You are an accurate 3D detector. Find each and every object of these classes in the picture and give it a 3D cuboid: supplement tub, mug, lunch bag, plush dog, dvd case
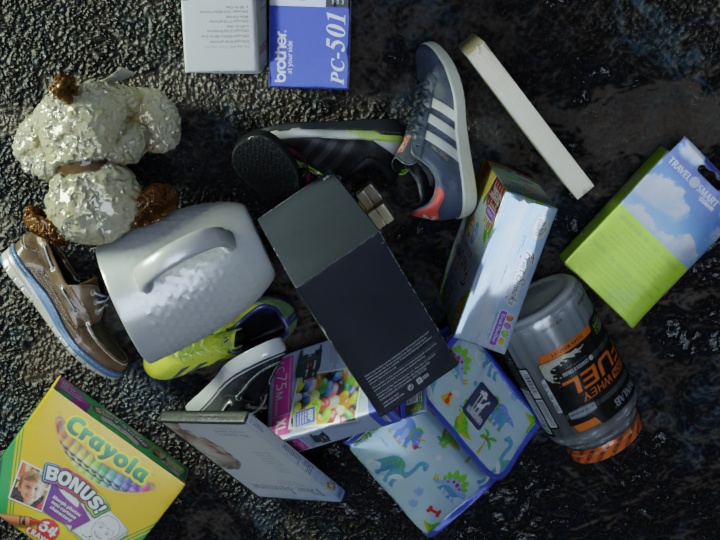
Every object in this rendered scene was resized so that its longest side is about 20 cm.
[{"bbox_3d":[0.245,0.117,1.536,0.121,0.123,0.202,-29,104,7],"label":"supplement tub"},{"bbox_3d":[-0.192,-0.003,1.464,0.173,0.200,0.149,-25,81,-3],"label":"mug"},{"bbox_3d":[0.096,0.183,1.555,0.199,0.127,0.171,-40,107,-1],"label":"lunch bag"},{"bbox_3d":[-0.293,-0.113,1.435,0.197,0.161,0.175,-12,82,1],"label":"plush dog"},{"bbox_3d":[-0.125,0.218,1.526,0.141,0.018,0.200,-5,144,38],"label":"dvd case"}]

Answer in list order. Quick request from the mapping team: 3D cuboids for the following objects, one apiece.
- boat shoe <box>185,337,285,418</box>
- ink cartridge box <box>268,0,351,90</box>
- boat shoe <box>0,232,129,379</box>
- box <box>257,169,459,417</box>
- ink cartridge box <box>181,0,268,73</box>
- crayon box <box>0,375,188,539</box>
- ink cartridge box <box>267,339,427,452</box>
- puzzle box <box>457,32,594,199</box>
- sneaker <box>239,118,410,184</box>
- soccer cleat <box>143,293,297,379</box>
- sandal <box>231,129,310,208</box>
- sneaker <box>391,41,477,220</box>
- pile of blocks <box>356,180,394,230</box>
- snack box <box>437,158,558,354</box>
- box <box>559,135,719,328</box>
[{"bbox_3d":[-0.137,0.145,1.521,0.200,0.071,0.068,-42,73,42],"label":"boat shoe"},{"bbox_3d":[-0.055,-0.307,1.466,0.092,0.044,0.203,1,104,1],"label":"ink cartridge box"},{"bbox_3d":[-0.333,0.038,1.536,0.072,0.072,0.201,-39,102,7],"label":"boat shoe"},{"bbox_3d":[-0.006,0.020,1.392,0.103,0.200,0.183,-32,116,-2],"label":"box"},{"bbox_3d":[-0.146,-0.320,1.409,0.082,0.145,0.203,-1,104,0],"label":"ink cartridge box"},{"bbox_3d":[-0.339,0.259,1.599,0.199,0.058,0.173,37,101,-9],"label":"crayon box"},{"bbox_3d":[-0.018,0.132,1.510,0.198,0.121,0.042,-18,140,24],"label":"ink cartridge box"},{"bbox_3d":[0.181,-0.175,1.457,0.025,0.133,0.201,-38,102,9],"label":"puzzle box"},{"bbox_3d":[-0.040,-0.128,1.493,0.197,0.072,0.084,-2,97,0],"label":"sneaker"},{"bbox_3d":[-0.168,0.080,1.542,0.197,0.084,0.066,-20,104,5],"label":"soccer cleat"},{"bbox_3d":[-0.087,-0.107,1.469,0.074,0.200,0.046,4,66,21],"label":"sandal"},{"bbox_3d":[0.072,-0.155,1.467,0.083,0.075,0.203,-10,86,-17],"label":"sneaker"},{"bbox_3d":[0.000,0.000,1.535,0.081,0.062,0.203,-1,104,-1],"label":"pile of blocks"},{"bbox_3d":[0.149,-0.021,1.461,0.067,0.200,0.171,18,104,-5],"label":"snack box"},{"bbox_3d":[0.343,-0.048,1.534,0.122,0.048,0.200,41,100,-11],"label":"box"}]
